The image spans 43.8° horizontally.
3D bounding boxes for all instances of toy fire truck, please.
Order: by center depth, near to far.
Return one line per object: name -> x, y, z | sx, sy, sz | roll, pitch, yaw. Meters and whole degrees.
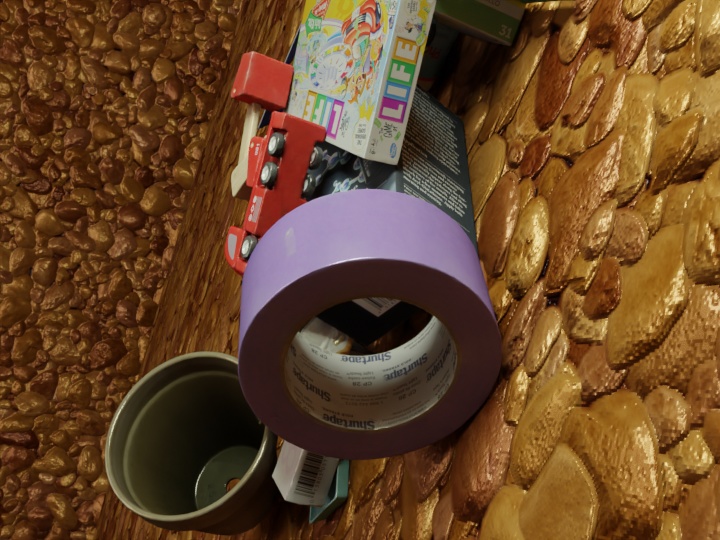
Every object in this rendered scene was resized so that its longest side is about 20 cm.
toy fire truck -> -0.090, -0.097, 0.831 | 0.140, 0.048, 0.205 | 20, 96, 59

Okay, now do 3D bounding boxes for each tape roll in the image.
tape roll -> 0.005, 0.046, 0.687 | 0.086, 0.196, 0.202 | -96, 30, -53

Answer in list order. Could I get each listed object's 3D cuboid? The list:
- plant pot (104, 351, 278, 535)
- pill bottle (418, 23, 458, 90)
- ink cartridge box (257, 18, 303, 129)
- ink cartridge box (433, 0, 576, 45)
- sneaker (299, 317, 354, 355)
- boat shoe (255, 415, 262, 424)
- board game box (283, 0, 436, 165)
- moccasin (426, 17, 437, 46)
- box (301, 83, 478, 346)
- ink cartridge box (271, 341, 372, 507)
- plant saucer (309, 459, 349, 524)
plant pot -> -0.174, 0.225, 1.059 | 0.175, 0.195, 0.204 | 67, -156, -54
pill bottle -> 0.052, -0.265, 0.973 | 0.110, 0.107, 0.203 | -102, 33, -56
ink cartridge box -> -0.047, -0.293, 1.244 | 0.200, 0.046, 0.200 | -61, -7, 34
ink cartridge box -> 0.085, -0.248, 0.802 | 0.200, 0.143, 0.049 | -126, 56, -67
sneaker -> -0.051, 0.008, 0.895 | 0.076, 0.086, 0.202 | -52, 23, 28
boat shoe -> -0.085, 0.112, 0.916 | 0.201, 0.059, 0.073 | -148, 77, -75
board game box -> -0.009, -0.182, 0.798 | 0.199, 0.034, 0.138 | 34, 114, 60
moccasin -> 0.011, -0.227, 0.890 | 0.199, 0.079, 0.070 | 29, 104, 60
box -> 0.018, -0.063, 0.838 | 0.148, 0.106, 0.203 | -37, 36, 33
ink cartridge box -> -0.059, 0.142, 0.975 | 0.199, 0.056, 0.166 | 24, 96, 67
plant saucer -> -0.029, 0.166, 0.966 | 0.070, 0.019, 0.203 | 127, 153, -45
